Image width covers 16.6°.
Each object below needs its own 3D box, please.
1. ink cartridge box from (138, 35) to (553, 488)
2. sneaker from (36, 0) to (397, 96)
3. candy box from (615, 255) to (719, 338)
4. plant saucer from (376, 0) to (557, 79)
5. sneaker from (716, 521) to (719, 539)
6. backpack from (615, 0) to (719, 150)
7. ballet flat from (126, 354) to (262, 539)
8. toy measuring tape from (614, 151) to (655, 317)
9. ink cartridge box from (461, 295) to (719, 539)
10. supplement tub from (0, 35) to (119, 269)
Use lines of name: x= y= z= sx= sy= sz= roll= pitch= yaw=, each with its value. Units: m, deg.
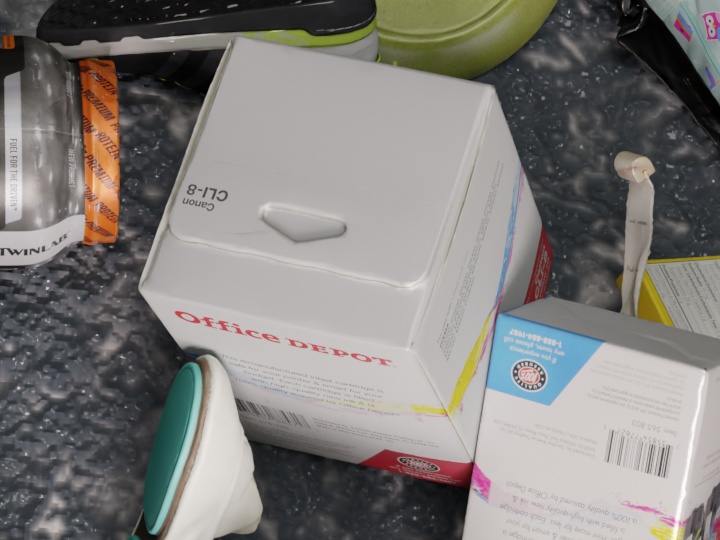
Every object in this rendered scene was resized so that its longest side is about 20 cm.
ink cartridge box: x=0.000 y=0.000 z=1.239 sx=0.144 sy=0.200 sz=0.146 roll=12 pitch=70 yaw=17
sneaker: x=-0.081 y=-0.114 z=1.350 sx=0.198 sy=0.083 sz=0.072 roll=0 pitch=33 yaw=13
candy box: x=0.218 y=0.079 z=1.316 sx=0.102 sy=0.026 sz=0.201 roll=-1 pitch=56 yaw=-36
plant saucer: x=0.030 y=-0.202 z=1.380 sx=0.198 sy=0.031 sz=0.202 roll=-1 pitch=94 yaw=-9
sneaker: x=0.233 y=0.167 z=1.305 sx=0.199 sy=0.074 sz=0.087 roll=25 pitch=69 yaw=0
backpack: x=0.250 y=-0.135 z=1.379 sx=0.166 sy=0.127 sz=0.201 roll=-27 pitch=81 yaw=-19
ballet flat: x=-0.086 y=0.134 z=1.235 sx=0.069 sy=0.070 sz=0.201 roll=21 pitch=110 yaw=-1
toy measuring tape: x=0.116 y=0.038 z=1.309 sx=0.073 sy=0.074 sz=0.202 roll=2 pitch=99 yaw=-8
ink cartridge box: x=0.117 y=0.126 z=1.244 sx=0.114 sy=0.068 sz=0.202 roll=15 pitch=105 yaw=25
supplement tub: x=-0.226 y=-0.061 z=1.284 sx=0.198 sy=0.123 sz=0.124 roll=0 pitch=72 yaw=-8
